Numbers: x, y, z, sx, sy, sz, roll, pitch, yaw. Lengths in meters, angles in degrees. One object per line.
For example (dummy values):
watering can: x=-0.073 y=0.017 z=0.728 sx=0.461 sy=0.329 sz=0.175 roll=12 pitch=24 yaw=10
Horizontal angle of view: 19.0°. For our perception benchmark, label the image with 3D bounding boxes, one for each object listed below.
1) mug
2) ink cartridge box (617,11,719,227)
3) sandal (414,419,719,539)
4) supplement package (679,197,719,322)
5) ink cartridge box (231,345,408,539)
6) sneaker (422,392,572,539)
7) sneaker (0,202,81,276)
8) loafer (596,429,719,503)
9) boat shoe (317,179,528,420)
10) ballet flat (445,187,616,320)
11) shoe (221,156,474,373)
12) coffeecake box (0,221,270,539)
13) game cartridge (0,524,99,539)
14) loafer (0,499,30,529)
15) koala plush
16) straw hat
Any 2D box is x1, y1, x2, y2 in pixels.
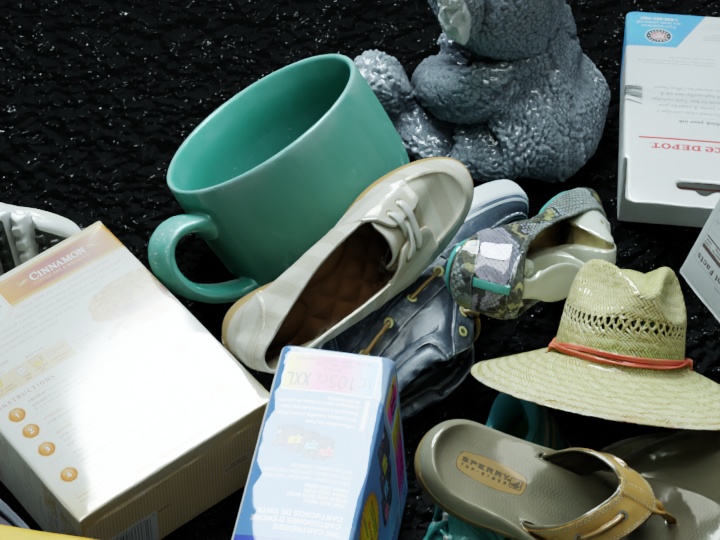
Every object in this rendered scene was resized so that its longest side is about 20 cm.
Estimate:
mug: x=-0.054 y=-0.050 z=1.486 sx=0.184 sy=0.115 sz=0.152 roll=-31 pitch=25 yaw=8
ink cartridge box: x=0.246 y=-0.096 z=1.569 sx=0.115 sy=0.067 sz=0.201 roll=5 pitch=48 yaw=4
sandal: x=0.130 y=0.134 z=1.275 sx=0.198 sy=0.054 sz=0.081 roll=21 pitch=53 yaw=-1
supplement package: x=0.343 y=0.004 z=1.411 sx=0.199 sy=0.111 sz=0.156 roll=-4 pitch=44 yaw=-34
ink cartridge box: x=-0.026 y=0.167 z=1.288 sx=0.076 sy=0.137 sz=0.201 roll=6 pitch=48 yaw=12
sneaker: x=0.064 y=0.149 z=1.331 sx=0.077 sy=0.080 sz=0.200 roll=-1 pitch=35 yaw=36
sneaker: x=-0.285 y=-0.030 z=1.505 sx=0.198 sy=0.076 sz=0.081 roll=3 pitch=35 yaw=8
loafer: x=0.214 y=0.131 z=1.350 sx=0.199 sy=0.068 sz=0.076 roll=-19 pitch=89 yaw=-19
boat shoe: x=0.061 y=0.024 z=1.466 sx=0.200 sy=0.071 sz=0.091 roll=-38 pitch=59 yaw=-20
ballet flat: x=0.133 y=-0.007 z=1.455 sx=0.072 sy=0.073 sz=0.200 roll=30 pitch=28 yaw=24
shoe: x=0.000 y=0.000 z=1.399 sx=0.200 sy=0.070 sz=0.053 roll=-39 pitch=21 yaw=-9
coffeecake box: x=-0.174 y=0.081 z=1.405 sx=0.153 sy=0.073 sz=0.200 roll=-31 pitch=55 yaw=-25
game cartridge: x=-0.121 y=0.234 z=1.208 sx=0.198 sy=0.178 sz=0.032 roll=7 pitch=25 yaw=5
loafer: x=-0.184 y=0.200 z=1.251 sx=0.200 sy=0.072 sz=0.063 roll=39 pitch=13 yaw=-11
koala plush: x=0.101 y=-0.179 z=1.553 sx=0.183 sy=0.201 sz=0.177 roll=36 pitch=57 yaw=27
straw hat: x=0.166 y=0.037 z=1.366 sx=0.199 sy=0.086 sz=0.201 roll=9 pitch=7 yaw=-1
